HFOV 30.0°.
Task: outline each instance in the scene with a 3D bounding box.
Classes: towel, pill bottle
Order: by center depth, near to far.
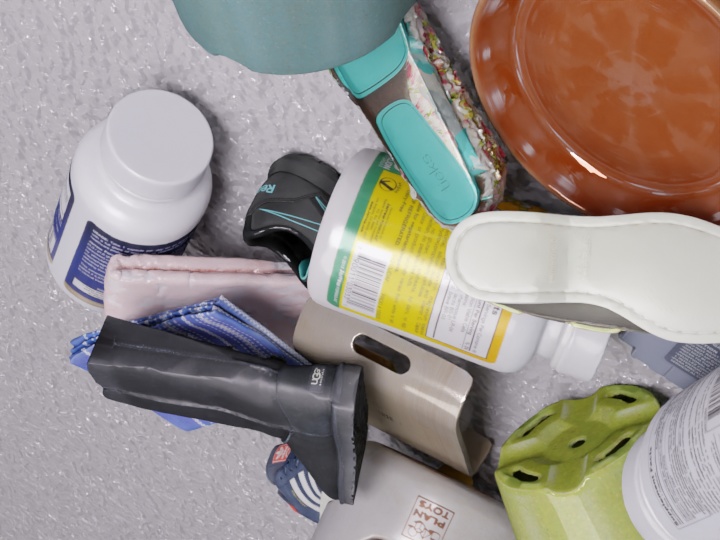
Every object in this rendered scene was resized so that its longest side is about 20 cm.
[{"bbox_3d":[0.238,0.113,0.814,0.113,0.114,0.200,34,157,2],"label":"pill bottle"},{"bbox_3d":[0.074,0.001,0.901,0.198,0.113,0.113,20,144,8],"label":"pill bottle"},{"bbox_3d":[-0.180,-0.055,1.068,0.111,0.111,0.200,37,146,-1],"label":"pill bottle"},{"bbox_3d":[-0.127,0.082,1.071,0.199,0.024,0.145,-16,136,43],"label":"towel"},{"bbox_3d":[-0.118,0.044,1.113,0.189,0.033,0.201,1,150,-11],"label":"towel"}]

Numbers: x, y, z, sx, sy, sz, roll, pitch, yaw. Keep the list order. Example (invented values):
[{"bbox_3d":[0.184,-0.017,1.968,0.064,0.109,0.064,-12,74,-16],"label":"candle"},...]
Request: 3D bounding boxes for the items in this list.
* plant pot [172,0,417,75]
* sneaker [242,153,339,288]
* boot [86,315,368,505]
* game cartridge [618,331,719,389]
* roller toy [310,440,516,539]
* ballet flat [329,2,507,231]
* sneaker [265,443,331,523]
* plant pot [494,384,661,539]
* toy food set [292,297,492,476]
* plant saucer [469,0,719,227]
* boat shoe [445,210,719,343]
[{"bbox_3d":[-0.043,-0.220,0.697,0.199,0.201,0.197,22,151,19],"label":"plant pot"},{"bbox_3d":[0.000,0.000,1.005,0.199,0.080,0.076,34,145,0],"label":"sneaker"},{"bbox_3d":[-0.096,0.108,1.019,0.198,0.066,0.166,7,141,7],"label":"boot"},{"bbox_3d":[0.272,0.066,0.864,0.199,0.042,0.133,32,152,6],"label":"game cartridge"},{"bbox_3d":[0.058,0.230,1.138,0.182,0.141,0.199,29,174,-34],"label":"roller toy"},{"bbox_3d":[0.030,-0.118,0.841,0.075,0.064,0.202,-23,96,34],"label":"ballet flat"},{"bbox_3d":[-0.047,0.177,1.257,0.084,0.075,0.201,23,144,11],"label":"sneaker"},{"bbox_3d":[0.192,0.195,0.992,0.199,0.200,0.185,-11,113,47],"label":"plant pot"},{"bbox_3d":[0.033,0.089,1.069,0.142,0.061,0.200,26,164,18],"label":"toy food set"},{"bbox_3d":[0.154,-0.104,0.775,0.199,0.032,0.201,28,147,21],"label":"plant saucer"},{"bbox_3d":[0.152,0.002,0.802,0.199,0.073,0.060,8,177,9],"label":"boat shoe"}]
